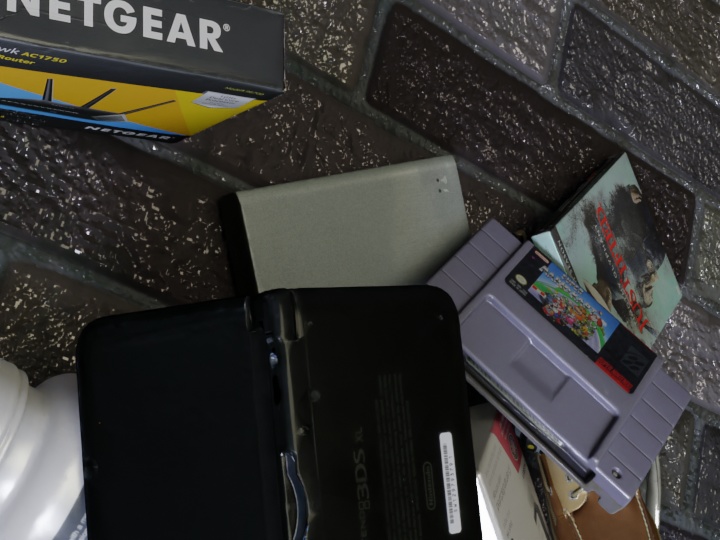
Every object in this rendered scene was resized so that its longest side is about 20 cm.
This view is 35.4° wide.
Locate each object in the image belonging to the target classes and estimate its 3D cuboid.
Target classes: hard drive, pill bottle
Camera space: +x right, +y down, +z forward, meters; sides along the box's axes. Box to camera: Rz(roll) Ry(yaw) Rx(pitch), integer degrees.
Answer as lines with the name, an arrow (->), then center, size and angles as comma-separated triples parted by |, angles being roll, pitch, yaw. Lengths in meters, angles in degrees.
hard drive -> 0.000, 0.000, 0.816 | 0.198, 0.033, 0.142 | -13, 92, -36
pill bottle -> -0.152, 0.129, 0.636 | 0.199, 0.119, 0.121 | 34, 66, -28

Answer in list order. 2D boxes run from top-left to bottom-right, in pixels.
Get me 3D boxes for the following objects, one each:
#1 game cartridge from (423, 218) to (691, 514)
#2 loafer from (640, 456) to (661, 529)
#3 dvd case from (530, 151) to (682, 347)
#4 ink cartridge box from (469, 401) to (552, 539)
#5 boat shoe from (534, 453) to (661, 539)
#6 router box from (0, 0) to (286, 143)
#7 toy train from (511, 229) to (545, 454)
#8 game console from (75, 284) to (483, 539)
game cartridge -> 0.136, 0.059, 0.804 | 0.200, 0.039, 0.130 | 42, 50, 7
loafer -> 0.215, 0.236, 0.920 | 0.069, 0.069, 0.204 | 5, 81, -35
dvd case -> 0.210, 0.000, 0.938 | 0.200, 0.022, 0.148 | -37, 106, -52
ink cartridge box -> 0.087, 0.213, 0.784 | 0.146, 0.083, 0.203 | -44, 116, -71
boat shoe -> 0.164, 0.148, 0.836 | 0.074, 0.202, 0.074 | -21, 135, 1
router box -> -0.162, -0.122, 0.642 | 0.197, 0.148, 0.052 | 4, 81, -35
toy train -> 0.127, 0.049, 0.859 | 0.045, 0.034, 0.203 | 3, 50, -2
game console -> -0.038, 0.116, 0.576 | 0.173, 0.116, 0.204 | -1, 82, -36
